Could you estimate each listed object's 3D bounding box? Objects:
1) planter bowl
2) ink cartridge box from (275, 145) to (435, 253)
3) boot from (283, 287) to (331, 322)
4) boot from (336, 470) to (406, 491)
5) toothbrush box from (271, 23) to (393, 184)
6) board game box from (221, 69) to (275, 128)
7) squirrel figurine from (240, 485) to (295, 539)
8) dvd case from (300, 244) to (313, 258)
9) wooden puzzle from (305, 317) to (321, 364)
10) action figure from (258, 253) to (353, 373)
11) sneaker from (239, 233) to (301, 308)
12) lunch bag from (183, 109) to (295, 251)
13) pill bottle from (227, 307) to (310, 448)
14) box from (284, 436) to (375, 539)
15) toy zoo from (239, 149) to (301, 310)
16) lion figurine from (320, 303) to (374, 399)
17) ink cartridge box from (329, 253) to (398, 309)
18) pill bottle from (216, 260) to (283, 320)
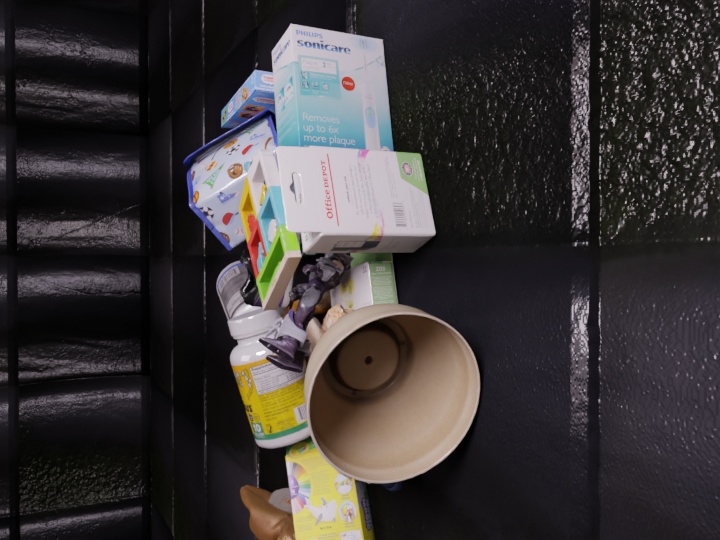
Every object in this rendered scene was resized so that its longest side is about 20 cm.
[{"bbox_3d":[0.022,0.125,0.789,0.135,0.199,0.202,-137,51,-69],"label":"planter bowl"},{"bbox_3d":[-0.015,-0.086,0.835,0.067,0.199,0.118,-37,58,58],"label":"ink cartridge box"},{"bbox_3d":[-0.084,0.107,1.144,0.201,0.070,0.145,-173,77,-66],"label":"boot"},{"bbox_3d":[-0.002,0.249,0.947,0.073,0.090,0.200,-61,16,3],"label":"boot"},{"bbox_3d":[-0.039,-0.226,0.946,0.085,0.146,0.201,-24,68,61],"label":"toothbrush box"},{"bbox_3d":[-0.136,-0.277,1.135,0.200,0.150,0.037,-10,80,63],"label":"board game box"},{"bbox_3d":[-0.112,0.475,1.124,0.200,0.141,0.188,-141,49,-60],"label":"squirrel figurine"},{"bbox_3d":[-0.122,-0.088,1.164,0.200,0.022,0.147,170,99,-64],"label":"dvd case"},{"bbox_3d":[-0.077,0.190,1.104,0.186,0.037,0.200,61,141,12],"label":"wooden puzzle"},{"bbox_3d":[-0.070,0.037,0.940,0.130,0.069,0.201,114,-179,-61],"label":"action figure"},{"bbox_3d":[-0.148,-0.032,1.089,0.076,0.087,0.201,-144,60,-60],"label":"sneaker"},{"bbox_3d":[-0.181,-0.158,1.054,0.124,0.169,0.200,55,-173,-34],"label":"lunch bag"},{"bbox_3d":[-0.137,0.161,1.043,0.113,0.112,0.201,-7,101,63],"label":"pill bottle"},{"bbox_3d":[-0.048,0.344,1.017,0.117,0.048,0.201,-16,73,21],"label":"box"},{"bbox_3d":[-0.127,-0.066,0.897,0.131,0.020,0.201,-58,43,50],"label":"toy zoo"},{"bbox_3d":[-0.028,0.121,0.930,0.123,0.072,0.200,49,150,0],"label":"lion figurine"},{"bbox_3d":[0.000,0.000,0.982,0.145,0.048,0.201,-20,75,63],"label":"ink cartridge box"},{"bbox_3d":[-0.212,0.076,1.337,0.200,0.113,0.114,56,138,48],"label":"pill bottle"}]
